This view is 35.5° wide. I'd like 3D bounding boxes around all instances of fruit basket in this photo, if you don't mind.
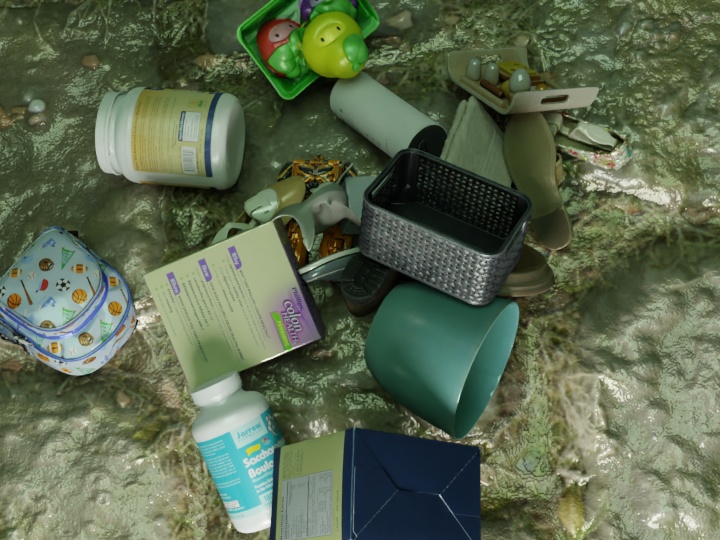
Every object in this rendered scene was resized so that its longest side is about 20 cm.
[{"bbox_3d":[-0.068,-0.358,1.693,0.215,0.215,0.156,-41,108,-9],"label":"fruit basket"}]

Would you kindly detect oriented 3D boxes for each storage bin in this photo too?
[{"bbox_3d":[0.109,-0.059,1.475,0.199,0.094,0.135,25,48,16],"label":"storage bin"}]

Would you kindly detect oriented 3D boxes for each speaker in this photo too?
[{"bbox_3d":[0.040,-0.220,1.662,0.081,0.081,0.200,-41,48,-9],"label":"speaker"}]

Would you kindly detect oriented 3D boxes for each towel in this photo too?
[{"bbox_3d":[0.167,-0.148,1.620,0.034,0.133,0.201,-21,31,37],"label":"towel"}]

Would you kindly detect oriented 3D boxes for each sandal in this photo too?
[{"bbox_3d":[0.268,-0.137,1.666,0.077,0.070,0.214,-16,91,22],"label":"sandal"}]

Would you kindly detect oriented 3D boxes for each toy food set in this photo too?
[{"bbox_3d":[0.234,-0.287,1.651,0.142,0.061,0.200,-9,31,-23],"label":"toy food set"}]

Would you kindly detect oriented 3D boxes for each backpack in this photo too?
[{"bbox_3d":[-0.421,0.048,1.620,0.190,0.154,0.201,36,75,4],"label":"backpack"}]

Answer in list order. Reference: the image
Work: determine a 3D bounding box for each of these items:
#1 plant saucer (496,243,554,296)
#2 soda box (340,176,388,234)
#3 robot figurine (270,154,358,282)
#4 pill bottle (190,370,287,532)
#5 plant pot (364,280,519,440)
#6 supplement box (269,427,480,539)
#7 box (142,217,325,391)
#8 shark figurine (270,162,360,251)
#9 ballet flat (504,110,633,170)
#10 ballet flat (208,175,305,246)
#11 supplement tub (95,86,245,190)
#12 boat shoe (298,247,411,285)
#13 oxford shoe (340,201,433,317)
[{"bbox_3d":[0.174,-0.014,1.569,0.198,0.200,0.030,10,111,8],"label":"plant saucer"},{"bbox_3d":[0.069,-0.096,1.637,0.198,0.063,0.069,-3,72,-14],"label":"soda box"},{"bbox_3d":[-0.066,-0.082,1.674,0.143,0.058,0.202,1,72,4],"label":"robot figurine"},{"bbox_3d":[-0.157,0.240,1.513,0.110,0.111,0.201,-25,94,-4],"label":"pill bottle"},{"bbox_3d":[0.102,0.104,1.530,0.160,0.201,0.202,24,75,20],"label":"plant pot"},{"bbox_3d":[0.017,0.291,1.427,0.199,0.199,0.136,14,68,-31],"label":"supplement box"},{"bbox_3d":[-0.174,0.045,1.579,0.198,0.097,0.177,-22,94,5],"label":"box"},{"bbox_3d":[-0.035,-0.079,1.521,0.089,0.214,0.128,45,95,4],"label":"shark figurine"},{"bbox_3d":[0.313,-0.210,1.682,0.198,0.064,0.076,17,74,11],"label":"ballet flat"},{"bbox_3d":[-0.159,-0.064,1.638,0.200,0.063,0.069,-49,51,11],"label":"ballet flat"},{"bbox_3d":[-0.283,-0.199,1.687,0.198,0.145,0.146,5,72,6],"label":"supplement tub"},{"bbox_3d":[0.000,0.000,1.597,0.199,0.073,0.062,-12,86,-41],"label":"boat shoe"},{"bbox_3d":[0.036,-0.017,1.556,0.072,0.085,0.200,30,62,21],"label":"oxford shoe"}]
